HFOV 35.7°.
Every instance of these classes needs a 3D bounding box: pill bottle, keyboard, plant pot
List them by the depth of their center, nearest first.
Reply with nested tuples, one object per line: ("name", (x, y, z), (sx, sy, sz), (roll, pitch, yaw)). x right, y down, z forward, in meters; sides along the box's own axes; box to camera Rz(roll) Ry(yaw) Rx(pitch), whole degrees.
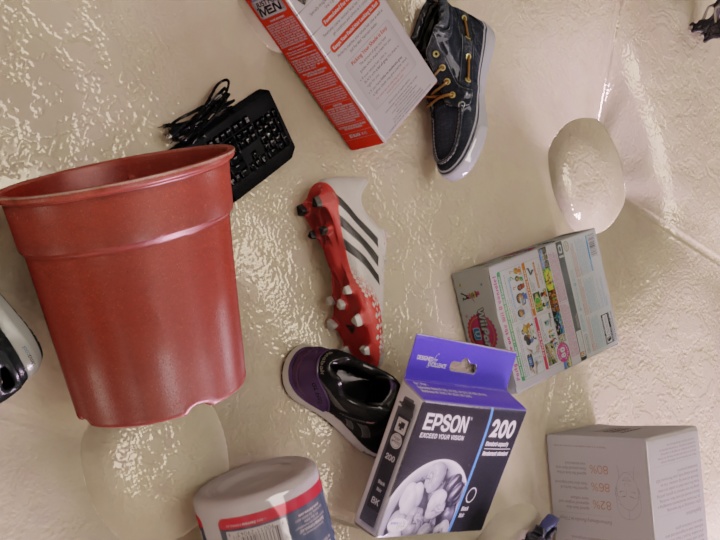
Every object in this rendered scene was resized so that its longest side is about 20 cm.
("plant pot", (-0.184, 0.013, 0.930), (0.199, 0.199, 0.198), (-20, 106, -38))
("pill bottle", (-0.073, 0.285, 1.027), (0.119, 0.119, 0.203), (-19, 98, -38))
("keyboard", (-0.141, -0.109, 1.062), (0.200, 0.039, 0.105), (-42, 112, -35))

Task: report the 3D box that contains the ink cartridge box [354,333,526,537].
("ink cartridge box", (0.094, 0.174, 1.160), (0.197, 0.043, 0.203), (12, 97, -50))

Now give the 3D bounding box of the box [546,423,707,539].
("box", (0.317, 0.289, 1.324), (0.105, 0.151, 0.203), (-4, 89, -40))

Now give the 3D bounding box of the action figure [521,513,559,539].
("action figure", (0.201, 0.373, 1.257), (0.200, 0.104, 0.195), (-43, 121, -31))

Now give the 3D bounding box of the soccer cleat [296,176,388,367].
("soccer cleat", (0.000, 0.000, 1.150), (0.084, 0.068, 0.203), (-20, 93, -34))

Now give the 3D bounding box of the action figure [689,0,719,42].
("action figure", (0.501, -0.429, 1.573), (0.119, 0.101, 0.203), (-71, 149, -79))

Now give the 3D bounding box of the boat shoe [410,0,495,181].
("boat shoe", (0.092, -0.204, 1.248), (0.090, 0.070, 0.203), (23, 64, -34))

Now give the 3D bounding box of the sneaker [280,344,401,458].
("sneaker", (0.017, 0.140, 1.134), (0.199, 0.087, 0.077), (31, 67, -33))

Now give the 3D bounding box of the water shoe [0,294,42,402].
("water shoe", (-0.333, 0.025, 0.871), (0.079, 0.071, 0.201), (-50, 115, -29))

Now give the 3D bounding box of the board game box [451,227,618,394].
("board game box", (0.211, 0.046, 1.320), (0.199, 0.064, 0.150), (-17, 96, -40))

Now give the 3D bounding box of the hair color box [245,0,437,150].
("hair color box", (-0.018, -0.240, 1.161), (0.111, 0.064, 0.201), (-50, 117, -30))
